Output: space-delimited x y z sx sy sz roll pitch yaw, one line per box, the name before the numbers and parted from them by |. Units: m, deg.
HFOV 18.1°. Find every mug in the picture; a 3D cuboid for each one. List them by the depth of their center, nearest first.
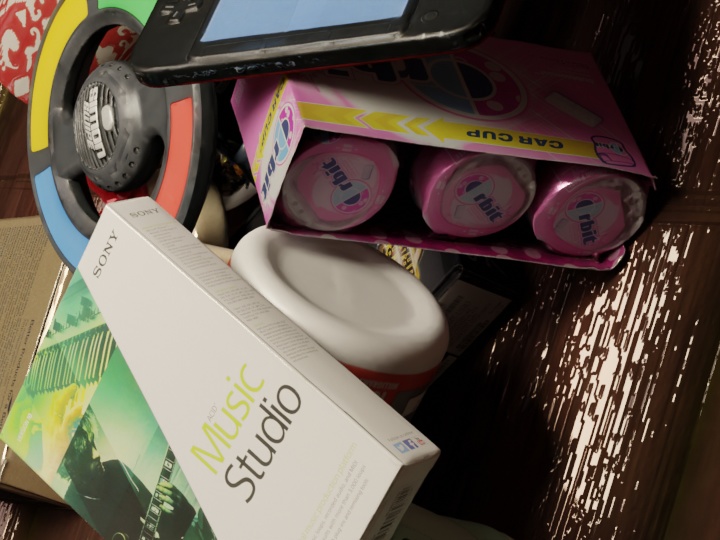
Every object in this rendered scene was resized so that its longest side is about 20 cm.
mug | -0.179 -0.222 1.703 0.134 0.177 0.200 53 128 15

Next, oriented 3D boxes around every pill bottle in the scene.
pill bottle | -0.045 0.087 1.131 0.200 0.116 0.116 -64 29 24

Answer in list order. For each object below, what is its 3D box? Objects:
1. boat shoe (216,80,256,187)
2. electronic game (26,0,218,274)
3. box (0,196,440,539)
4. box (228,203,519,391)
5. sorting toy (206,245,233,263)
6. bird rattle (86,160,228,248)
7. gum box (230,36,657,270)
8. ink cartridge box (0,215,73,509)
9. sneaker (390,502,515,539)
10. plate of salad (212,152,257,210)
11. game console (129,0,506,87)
boat shoe | -0.066 -0.109 1.387 0.084 0.069 0.200 -59 27 9
electronic game | -0.147 -0.087 1.363 0.200 0.042 0.201 0 90 52
box | -0.072 0.081 1.055 0.200 0.036 0.145 40 117 25
box | 0.000 0.000 1.316 0.199 0.050 0.200 -45 36 31
sorting toy | -0.047 0.093 1.249 0.185 0.036 0.201 11 100 44
bird rattle | -0.123 -0.007 1.438 0.163 0.112 0.201 -2 72 59
gum box | 0.044 -0.067 1.149 0.114 0.199 0.066 -109 32 -50
ink cartridge box | -0.234 0.064 1.614 0.165 0.075 0.201 0 70 56
sneaker | 0.048 0.183 1.049 0.074 0.118 0.201 -55 34 17
plate of salad | -0.077 -0.136 1.525 0.200 0.048 0.201 -35 43 41
game console | -0.025 -0.193 1.092 0.199 0.119 0.173 -4 46 29
